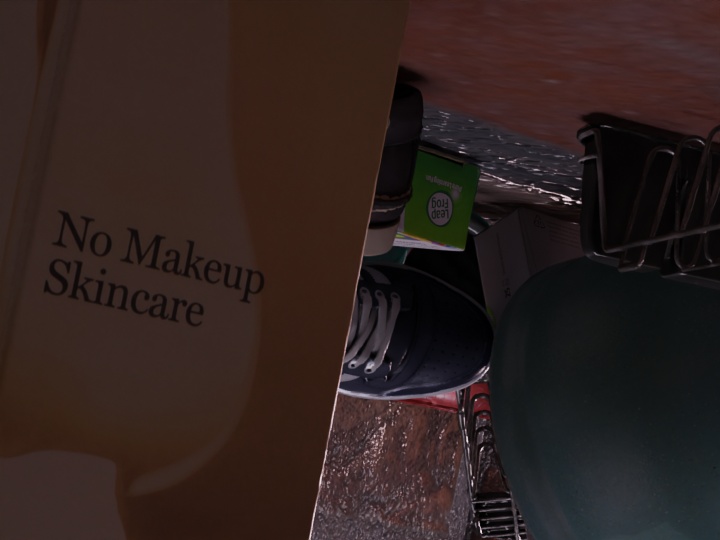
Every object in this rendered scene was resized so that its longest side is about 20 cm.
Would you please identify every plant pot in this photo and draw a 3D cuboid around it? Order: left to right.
[{"bbox_3d":[0.178,0.063,0.839,0.200,0.201,0.134,15,147,-40],"label":"plant pot"}]

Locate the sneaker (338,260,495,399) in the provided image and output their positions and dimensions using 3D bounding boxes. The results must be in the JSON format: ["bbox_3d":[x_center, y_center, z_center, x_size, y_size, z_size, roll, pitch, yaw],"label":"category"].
[{"bbox_3d":[-0.021,0.019,0.843,0.199,0.070,0.108,15,177,-12],"label":"sneaker"}]

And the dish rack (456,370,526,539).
[{"bbox_3d":[0.131,0.096,1.110,0.153,0.055,0.200,-4,136,6],"label":"dish rack"}]

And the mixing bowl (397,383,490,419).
[{"bbox_3d":[0.066,0.041,1.207,0.199,0.109,0.200,12,175,1],"label":"mixing bowl"}]

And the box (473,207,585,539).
[{"bbox_3d":[0.139,0.078,0.927,0.156,0.201,0.041,14,147,-39],"label":"box"}]

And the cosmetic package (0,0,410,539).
[{"bbox_3d":[-0.061,0.008,0.483,0.105,0.201,0.071,13,175,-34],"label":"cosmetic package"}]

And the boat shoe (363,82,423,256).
[{"bbox_3d":[-0.072,-0.063,0.620,0.199,0.063,0.073,16,-158,-14],"label":"boat shoe"}]

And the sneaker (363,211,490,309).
[{"bbox_3d":[0.000,0.000,0.971,0.199,0.084,0.121,4,-179,-6],"label":"sneaker"}]

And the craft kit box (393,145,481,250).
[{"bbox_3d":[-0.084,-0.054,0.799,0.197,0.049,0.200,19,172,-42],"label":"craft kit box"}]

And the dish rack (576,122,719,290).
[{"bbox_3d":[0.168,-0.016,0.579,0.153,0.055,0.200,11,174,-15],"label":"dish rack"}]
